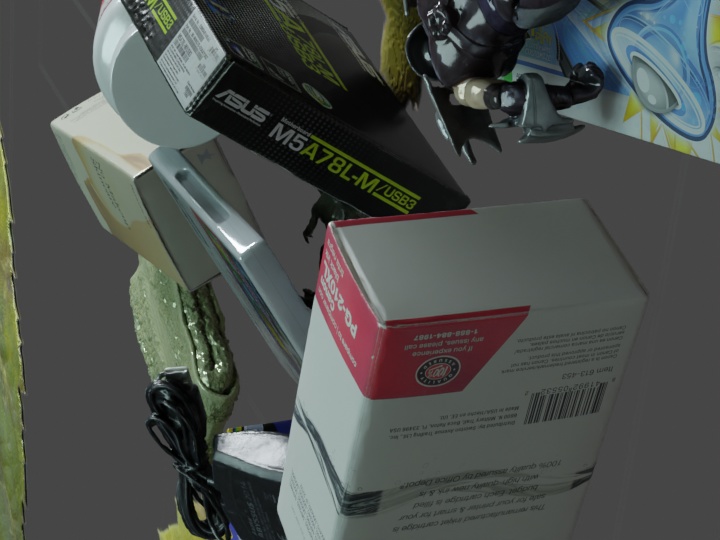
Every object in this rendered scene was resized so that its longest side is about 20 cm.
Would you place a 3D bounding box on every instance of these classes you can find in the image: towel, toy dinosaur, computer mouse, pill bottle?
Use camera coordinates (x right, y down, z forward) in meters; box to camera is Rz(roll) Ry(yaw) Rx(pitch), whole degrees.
[{"bbox_3d":[-0.146,0.055,1.679,0.149,0.036,0.201,111,145,-51],"label":"towel"},{"bbox_3d":[0.000,0.000,1.292,0.200,0.047,0.089,54,137,46],"label":"toy dinosaur"},{"bbox_3d":[-0.047,0.138,1.350,0.199,0.053,0.139,19,134,37],"label":"computer mouse"},{"bbox_3d":[-0.119,-0.153,1.376,0.200,0.111,0.113,-99,11,-67],"label":"pill bottle"}]

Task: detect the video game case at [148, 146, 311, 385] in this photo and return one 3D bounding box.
[{"bbox_3d":[-0.053,0.026,1.328,0.201,0.023,0.182,59,172,-32],"label":"video game case"}]

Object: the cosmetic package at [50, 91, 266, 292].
[{"bbox_3d":[-0.155,-0.066,1.565,0.200,0.071,0.106,30,149,61],"label":"cosmetic package"}]

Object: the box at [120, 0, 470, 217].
[{"bbox_3d":[-0.049,-0.116,1.196,0.048,0.192,0.200,-51,40,17],"label":"box"}]

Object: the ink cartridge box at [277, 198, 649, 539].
[{"bbox_3d":[0.046,0.071,1.059,0.085,0.144,0.201,-118,30,-45],"label":"ink cartridge box"}]

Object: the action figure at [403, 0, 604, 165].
[{"bbox_3d":[0.072,-0.125,0.901,0.131,0.069,0.200,65,151,10],"label":"action figure"}]

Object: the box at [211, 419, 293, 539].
[{"bbox_3d":[-0.045,0.206,1.436,0.070,0.064,0.201,116,142,-53],"label":"box"}]

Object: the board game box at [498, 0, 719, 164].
[{"bbox_3d":[0.126,-0.127,0.906,0.200,0.034,0.136,24,119,53],"label":"board game box"}]
